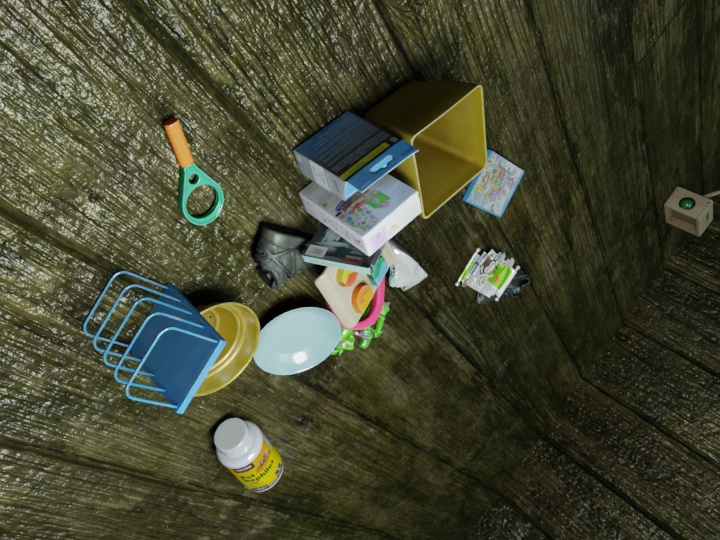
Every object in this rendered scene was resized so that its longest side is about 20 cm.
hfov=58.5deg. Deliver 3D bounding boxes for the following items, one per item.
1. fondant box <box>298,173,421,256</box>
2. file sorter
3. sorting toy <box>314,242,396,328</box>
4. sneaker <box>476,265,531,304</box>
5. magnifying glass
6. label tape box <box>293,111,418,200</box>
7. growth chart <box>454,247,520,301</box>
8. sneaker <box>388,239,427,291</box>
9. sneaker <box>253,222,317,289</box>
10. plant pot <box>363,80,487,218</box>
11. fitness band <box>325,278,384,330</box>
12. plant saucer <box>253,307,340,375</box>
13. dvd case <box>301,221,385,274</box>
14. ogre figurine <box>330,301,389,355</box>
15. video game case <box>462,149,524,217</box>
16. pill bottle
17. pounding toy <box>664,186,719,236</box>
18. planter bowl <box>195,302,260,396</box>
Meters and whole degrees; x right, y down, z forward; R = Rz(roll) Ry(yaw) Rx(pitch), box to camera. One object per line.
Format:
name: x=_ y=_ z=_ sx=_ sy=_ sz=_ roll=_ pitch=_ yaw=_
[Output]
fondant box: x=-0.002 y=-0.133 z=1.241 sx=0.144 sy=0.199 sz=0.059 roll=-40 pitch=140 yaw=-18
file sorter: x=-0.344 y=0.111 z=1.050 sx=0.122 sy=0.199 sz=0.140 roll=28 pitch=96 yaw=-50
sorting toy: x=0.000 y=0.000 z=1.355 sx=0.201 sy=0.036 sz=0.186 roll=-55 pitch=142 yaw=-22
sneaker: x=0.436 y=0.050 z=1.961 sx=0.199 sy=0.079 sz=0.076 roll=-31 pitch=138 yaw=-26
magnifying glass: x=-0.280 y=-0.159 z=1.064 sx=0.079 sy=0.022 sz=0.201 roll=-36 pitch=138 yaw=-24
label tape box: x=-0.007 y=-0.202 z=1.183 sx=0.143 sy=0.199 sz=0.066 roll=-39 pitch=142 yaw=-19
growth chart: x=0.373 y=0.008 z=1.872 sx=0.199 sy=0.018 sz=0.146 roll=22 pitch=99 yaw=-34
sneaker: x=0.095 y=-0.002 z=1.560 sx=0.088 sy=0.075 sz=0.200 roll=-43 pitch=144 yaw=4
sneaker: x=-0.133 y=-0.020 z=1.288 sx=0.198 sy=0.076 sz=0.115 roll=11 pitch=110 yaw=-47
plant pot: x=0.120 y=-0.264 z=1.294 sx=0.200 sy=0.176 sz=0.201 roll=-41 pitch=141 yaw=-21
fitness band: x=-0.011 y=0.031 z=1.431 sx=0.142 sy=0.037 sz=0.203 roll=3 pitch=88 yaw=-35
plant saucer: x=-0.141 y=0.144 z=1.400 sx=0.199 sy=0.039 sz=0.202 roll=-15 pitch=133 yaw=-16
dvd case: x=-0.009 y=-0.083 z=1.255 sx=0.022 sy=0.144 sz=0.201 roll=76 pitch=32 yaw=-46
ogre figurine: x=0.005 y=0.130 z=1.534 sx=0.198 sy=0.098 sz=0.121 roll=6 pitch=125 yaw=-37
video game case: x=0.358 y=-0.228 z=1.715 sx=0.199 sy=0.018 sz=0.144 roll=13 pitch=106 yaw=-51
pill bottle: x=-0.254 y=0.411 z=1.446 sx=0.109 sy=0.109 sz=0.201 roll=-42 pitch=141 yaw=-17
pounding toy: x=1.397 y=-0.267 z=2.691 sx=0.143 sy=0.184 sz=0.200 roll=-51 pitch=143 yaw=-5
planter bowl: x=-0.294 y=0.130 z=1.212 sx=0.199 sy=0.083 sz=0.202 roll=-29 pitch=136 yaw=-32
